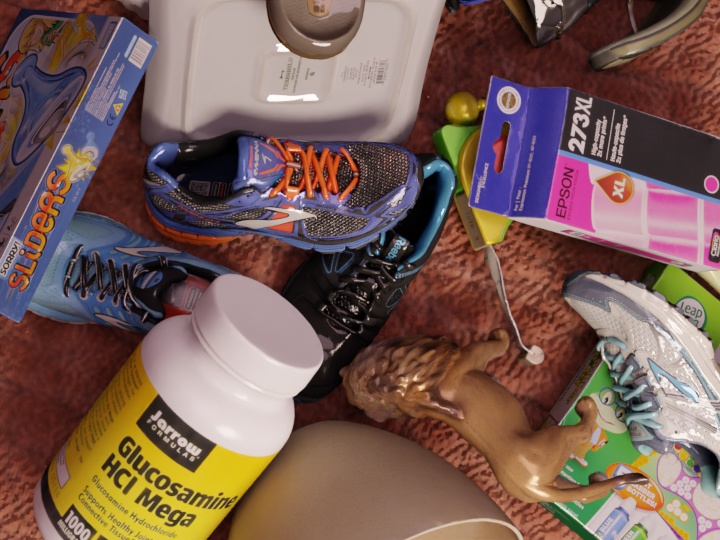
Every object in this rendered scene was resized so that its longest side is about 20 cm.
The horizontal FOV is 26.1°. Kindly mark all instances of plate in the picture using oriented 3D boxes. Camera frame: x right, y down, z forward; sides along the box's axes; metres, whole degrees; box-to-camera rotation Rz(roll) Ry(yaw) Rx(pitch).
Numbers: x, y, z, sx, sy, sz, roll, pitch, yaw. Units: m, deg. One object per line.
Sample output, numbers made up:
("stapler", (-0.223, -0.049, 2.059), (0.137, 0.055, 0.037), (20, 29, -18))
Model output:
("plate", (-0.044, -0.140, 1.030), (0.198, 0.200, 0.033), (-2, 54, -12))

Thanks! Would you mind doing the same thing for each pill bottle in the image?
("pill bottle", (-0.114, 0.103, 0.989), (0.112, 0.113, 0.200), (36, 112, -6))

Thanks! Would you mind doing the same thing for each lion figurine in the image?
("lion figurine", (0.088, 0.103, 1.048), (0.122, 0.199, 0.073), (-17, 131, -48))

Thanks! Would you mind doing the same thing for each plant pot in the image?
("plant pot", (-0.010, 0.179, 1.024), (0.199, 0.201, 0.135), (-26, 56, -13))

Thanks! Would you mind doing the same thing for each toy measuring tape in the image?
("toy measuring tape", (0.112, -0.036, 1.114), (0.073, 0.074, 0.202), (-21, 89, -13))

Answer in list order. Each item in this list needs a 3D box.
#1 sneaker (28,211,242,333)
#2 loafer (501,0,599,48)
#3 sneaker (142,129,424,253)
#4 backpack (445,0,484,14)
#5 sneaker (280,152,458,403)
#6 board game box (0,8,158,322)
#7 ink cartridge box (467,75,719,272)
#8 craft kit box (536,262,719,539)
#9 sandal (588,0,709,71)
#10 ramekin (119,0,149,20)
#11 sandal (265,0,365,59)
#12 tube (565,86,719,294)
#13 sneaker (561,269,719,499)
("sneaker", (-0.151, 0.004, 1.043), (0.198, 0.090, 0.079), (14, 82, -9))
("loafer", (0.091, -0.250, 1.127), (0.200, 0.073, 0.072), (43, 82, -4))
("sneaker", (-0.056, -0.057, 1.039), (0.198, 0.079, 0.076), (-5, 67, 9))
("backpack", (0.128, -0.267, 0.998), (0.166, 0.200, 0.164), (-19, 101, -7))
("sneaker", (0.000, 0.000, 1.080), (0.073, 0.082, 0.201), (31, 81, -10))
("board game box", (-0.222, -0.074, 1.016), (0.034, 0.135, 0.201), (33, 77, -40))
("ink cartridge box", (0.175, -0.067, 1.092), (0.198, 0.037, 0.096), (14, 82, -20))
("craft kit box", (0.241, 0.132, 1.139), (0.199, 0.048, 0.198), (38, 76, -6))
("sandal", (0.230, -0.217, 1.152), (0.057, 0.080, 0.201), (47, 69, -9))
("ramekin", (-0.108, -0.258, 1.068), (0.198, 0.105, 0.202), (1, 84, -12))
("sandal", (-0.026, -0.230, 0.929), (0.081, 0.055, 0.202), (3, 87, -12))
("tube", (0.216, -0.060, 1.151), (0.199, 0.052, 0.058), (32, 121, -12))
("sneaker", (0.210, 0.081, 1.079), (0.200, 0.078, 0.087), (41, 82, -5))
